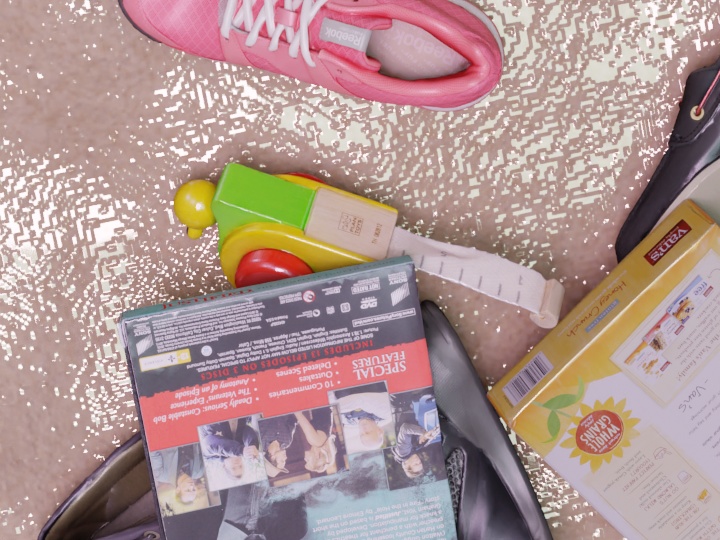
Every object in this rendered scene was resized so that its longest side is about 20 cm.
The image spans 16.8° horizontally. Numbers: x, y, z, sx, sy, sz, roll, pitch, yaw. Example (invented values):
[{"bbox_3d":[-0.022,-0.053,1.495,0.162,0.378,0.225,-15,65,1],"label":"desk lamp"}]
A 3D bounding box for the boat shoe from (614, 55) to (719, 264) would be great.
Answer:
[{"bbox_3d":[0.194,-0.074,1.236,0.073,0.063,0.202,16,116,-49],"label":"boat shoe"}]

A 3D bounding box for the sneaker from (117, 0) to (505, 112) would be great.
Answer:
[{"bbox_3d":[-0.020,-0.126,1.192,0.199,0.087,0.074,13,98,-7],"label":"sneaker"}]

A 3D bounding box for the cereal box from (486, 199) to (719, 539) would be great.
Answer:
[{"bbox_3d":[0.179,0.079,1.243,0.144,0.040,0.200,-44,119,4],"label":"cereal box"}]

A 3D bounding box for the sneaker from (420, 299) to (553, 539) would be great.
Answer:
[{"bbox_3d":[0.036,0.127,1.250,0.114,0.076,0.200,-28,98,2],"label":"sneaker"}]

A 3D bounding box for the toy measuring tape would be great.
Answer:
[{"bbox_3d":[0.000,0.000,1.221,0.199,0.074,0.074,19,98,-1],"label":"toy measuring tape"}]

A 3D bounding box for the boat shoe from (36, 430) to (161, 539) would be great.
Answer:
[{"bbox_3d":[-0.080,0.095,1.215,0.200,0.072,0.065,-41,137,18],"label":"boat shoe"}]

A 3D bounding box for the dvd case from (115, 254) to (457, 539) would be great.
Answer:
[{"bbox_3d":[-0.029,0.103,1.182,0.145,0.022,0.201,-12,104,-6],"label":"dvd case"}]
